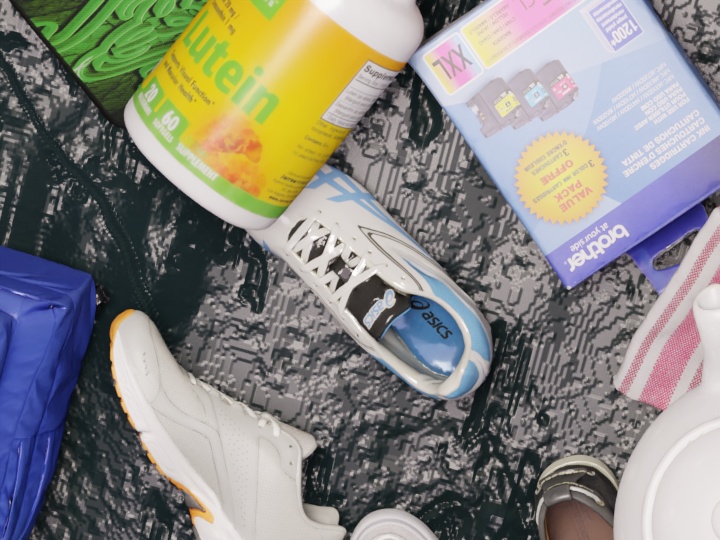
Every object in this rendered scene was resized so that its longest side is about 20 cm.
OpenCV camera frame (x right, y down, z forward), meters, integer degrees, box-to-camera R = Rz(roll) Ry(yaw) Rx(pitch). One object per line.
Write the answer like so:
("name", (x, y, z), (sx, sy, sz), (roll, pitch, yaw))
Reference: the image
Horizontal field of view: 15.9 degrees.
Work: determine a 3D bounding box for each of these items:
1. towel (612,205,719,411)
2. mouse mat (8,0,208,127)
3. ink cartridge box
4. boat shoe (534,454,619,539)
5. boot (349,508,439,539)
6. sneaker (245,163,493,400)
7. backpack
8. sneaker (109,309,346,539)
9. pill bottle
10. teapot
("towel", (0.265, 0.053, 1.503), (0.199, 0.030, 0.147), (21, 126, -5))
("mouse mat", (-0.092, -0.169, 1.504), (0.199, 0.161, 0.008), (-26, 51, 10))
("ink cartridge box", (0.139, -0.084, 1.516), (0.136, 0.076, 0.200), (-35, 95, 10))
("boat shoe", (0.162, 0.212, 1.561), (0.072, 0.068, 0.201), (-27, 96, 8))
("boot", (0.034, 0.250, 1.564), (0.073, 0.096, 0.201), (-14, 97, 8))
("sneaker", (0.000, 0.000, 1.544), (0.200, 0.072, 0.072), (40, 102, 0))
("backpack", (-0.266, 0.089, 1.539), (0.162, 0.168, 0.201), (18, 104, 10))
("sneaker", (-0.080, 0.102, 1.574), (0.092, 0.076, 0.201), (-29, 102, 2))
("pill bottle", (-0.035, -0.131, 1.466), (0.111, 0.111, 0.200), (40, 105, -1))
("teapot", (0.221, 0.146, 1.412), (0.200, 0.146, 0.198), (38, 97, 20))
